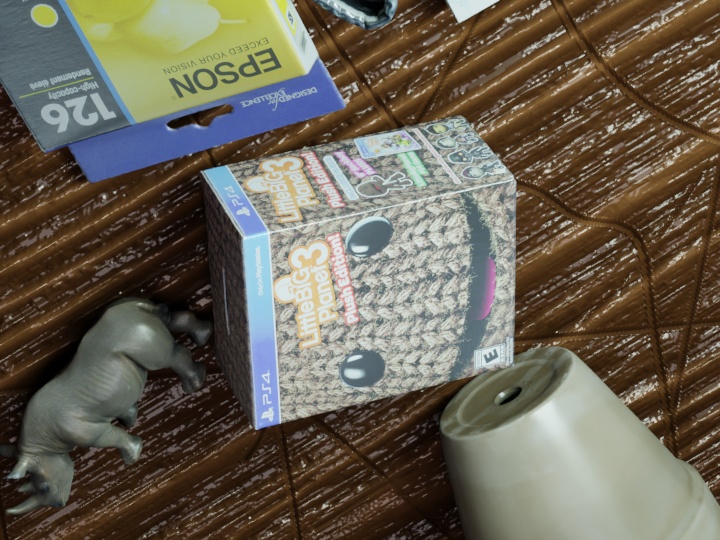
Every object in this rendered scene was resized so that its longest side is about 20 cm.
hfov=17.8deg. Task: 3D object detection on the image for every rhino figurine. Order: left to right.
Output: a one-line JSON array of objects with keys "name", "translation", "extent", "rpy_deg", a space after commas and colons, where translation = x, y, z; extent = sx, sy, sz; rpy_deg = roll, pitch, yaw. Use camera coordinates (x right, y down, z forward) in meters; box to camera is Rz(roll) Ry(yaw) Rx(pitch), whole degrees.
[{"name": "rhino figurine", "translation": [-0.194, 0.100, 1.643], "extent": [0.087, 0.060, 0.200], "rpy_deg": [31, 106, -36]}]

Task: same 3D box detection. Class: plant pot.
[{"name": "plant pot", "translation": [0.147, 0.161, 1.723], "extent": [0.199, 0.200, 0.174], "rpy_deg": [-30, 108, 3]}]

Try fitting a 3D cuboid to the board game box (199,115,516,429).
[{"name": "board game box", "translation": [0.000, 0.000, 1.606], "extent": [0.199, 0.097, 0.160], "rpy_deg": [-13, 124, -16]}]

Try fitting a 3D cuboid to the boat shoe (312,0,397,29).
[{"name": "boat shoe", "translation": [-0.038, -0.243, 1.441], "extent": [0.071, 0.091, 0.200], "rpy_deg": [-31, 120, 35]}]

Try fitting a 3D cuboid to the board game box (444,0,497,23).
[{"name": "board game box", "translation": [0.120, -0.271, 1.523], "extent": [0.199, 0.034, 0.135], "rpy_deg": [-30, 125, 3]}]

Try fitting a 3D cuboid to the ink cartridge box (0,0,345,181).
[{"name": "ink cartridge box", "translation": [-0.138, -0.145, 1.474], "extent": [0.197, 0.047, 0.201], "rpy_deg": [-15, 125, 19]}]
